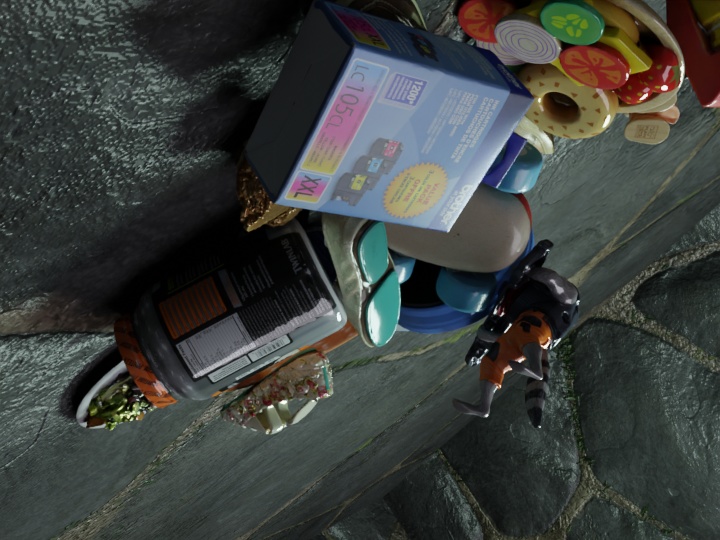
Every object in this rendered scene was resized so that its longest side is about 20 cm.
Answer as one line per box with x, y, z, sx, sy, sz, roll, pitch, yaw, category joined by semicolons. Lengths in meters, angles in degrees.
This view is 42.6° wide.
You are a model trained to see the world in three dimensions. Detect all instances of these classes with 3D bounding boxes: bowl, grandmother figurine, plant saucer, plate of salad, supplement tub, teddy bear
0.104;-0.019;1.088;0.200;0.201;0.039;-37;129;1;bowl
0.294;-0.217;0.974;0.060;0.200;0.121;8;137;0;grandmother figurine
-0.077;0.078;1.033;0.200;0.038;0.200;-24;168;-5;plant saucer
-0.225;0.126;1.046;0.200;0.048;0.200;-32;161;-13;plate of salad
-0.124;0.043;0.883;0.200;0.123;0.123;-27;162;0;supplement tub
-0.043;-0.101;0.815;0.200;0.067;0.145;-32;172;-35;teddy bear

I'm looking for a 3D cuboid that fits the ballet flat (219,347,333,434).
-0.099;0.154;1.071;0.076;0.064;0.200;-15;165;-42;ballet flat

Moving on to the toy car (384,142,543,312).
0.103;-0.094;0.996;0.200;0.177;0.185;-64;170;-55;toy car

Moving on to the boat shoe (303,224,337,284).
-0.044;-0.007;1.033;0.072;0.072;0.200;-32;172;-30;boat shoe

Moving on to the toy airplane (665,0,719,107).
0.320;-0.273;0.813;0.141;0.199;0.200;2;-130;48;toy airplane

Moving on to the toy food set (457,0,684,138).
0.183;-0.191;0.816;0.200;0.198;0.049;0;-119;60;toy food set

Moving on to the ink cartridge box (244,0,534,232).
0.034;-0.108;0.699;0.200;0.076;0.137;5;129;-36;ink cartridge box

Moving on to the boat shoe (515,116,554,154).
0.179;-0.174;1.038;0.064;0.071;0.200;-5;172;20;boat shoe

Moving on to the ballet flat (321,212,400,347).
0.000;0.000;0.921;0.067;0.062;0.200;-46;150;-27;ballet flat

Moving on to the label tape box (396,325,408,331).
0.050;0.043;1.326;0.200;0.063;0.144;-43;161;17;label tape box

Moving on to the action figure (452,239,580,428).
0.171;0.078;0.970;0.194;0.104;0.200;-51;169;-39;action figure

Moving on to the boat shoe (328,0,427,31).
0.036;-0.169;0.748;0.075;0.075;0.202;-41;162;12;boat shoe
